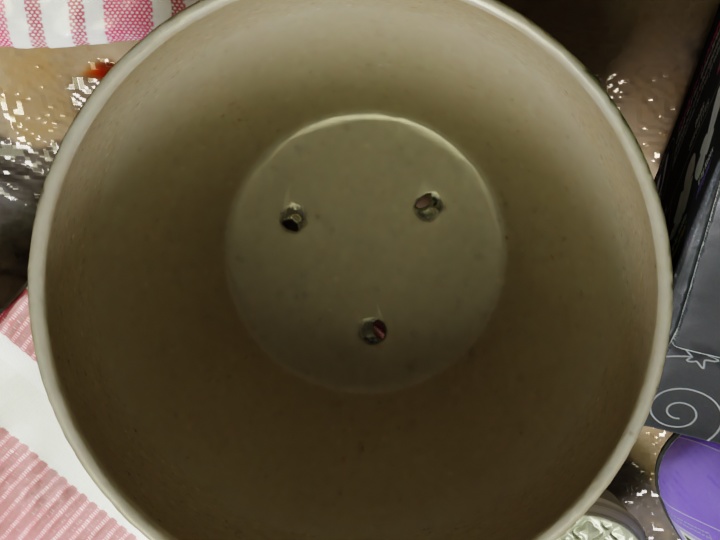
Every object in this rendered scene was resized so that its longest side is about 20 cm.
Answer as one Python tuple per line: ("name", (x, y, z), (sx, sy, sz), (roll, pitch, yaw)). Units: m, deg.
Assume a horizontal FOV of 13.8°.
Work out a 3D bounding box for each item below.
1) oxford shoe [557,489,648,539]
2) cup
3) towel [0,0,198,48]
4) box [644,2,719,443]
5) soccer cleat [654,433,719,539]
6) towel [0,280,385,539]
("oxford shoe", (0.013, 0.103, 1.161), (0.199, 0.058, 0.076), (5, 107, -2))
("cup", (0.000, 0.000, 0.981), (0.199, 0.143, 0.201), (0, 95, 3))
("towel", (-0.106, -0.127, 0.977), (0.199, 0.030, 0.147), (-1, 137, 14))
("box", (0.200, -0.010, 0.966), (0.199, 0.115, 0.132), (13, 137, -2))
("soccer cleat", (0.187, 0.135, 1.113), (0.068, 0.073, 0.200), (-41, 92, 13))
("towel", (-0.083, 0.062, 1.113), (0.144, 0.023, 0.200), (41, 113, -10))
